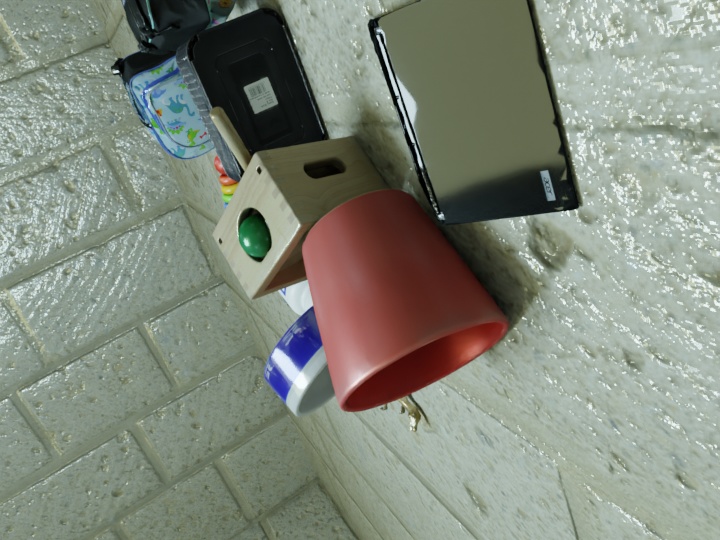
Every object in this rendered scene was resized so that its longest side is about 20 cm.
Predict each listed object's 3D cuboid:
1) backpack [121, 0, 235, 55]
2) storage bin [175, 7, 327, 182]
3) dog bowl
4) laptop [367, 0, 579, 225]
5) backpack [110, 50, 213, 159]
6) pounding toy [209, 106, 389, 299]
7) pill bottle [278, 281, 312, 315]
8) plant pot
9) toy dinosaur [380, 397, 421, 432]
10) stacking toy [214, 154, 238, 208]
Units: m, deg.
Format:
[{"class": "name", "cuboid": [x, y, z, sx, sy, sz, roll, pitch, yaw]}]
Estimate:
[{"class": "backpack", "cuboid": [-0.251, -0.413, 0.804, 0.175, 0.152, 0.203, 12, 120, 69]}, {"class": "storage bin", "cuboid": [-0.145, -0.229, 0.818, 0.094, 0.134, 0.202, 27, 142, 61]}, {"class": "dog bowl", "cuboid": [-0.054, 0.128, 0.951, 0.079, 0.200, 0.201, 41, 157, 18]}, {"class": "laptop", "cuboid": [0.083, -0.142, 0.515, 0.200, 0.102, 0.179, -92, -18, -69]}, {"class": "backpack", "cuboid": [-0.324, -0.312, 1.128, 0.147, 0.182, 0.201, 49, 164, 37]}, {"class": "pounding toy", "cuboid": [-0.089, -0.084, 0.720, 0.143, 0.199, 0.184, 56, 136, 14]}, {"class": "pill bottle", "cuboid": [-0.098, 0.012, 1.094, 0.200, 0.111, 0.113, 44, 156, 43]}, {"class": "plant pot", "cuboid": [0.033, 0.026, 0.647, 0.201, 0.198, 0.179, 101, 147, -64]}, {"class": "toy dinosaur", "cuboid": [0.047, 0.191, 1.080, 0.201, 0.058, 0.101, 57, 147, 4]}, {"class": "stacking toy", "cuboid": [-0.294, -0.184, 1.432, 0.085, 0.084, 0.203, 35, 142, 54]}]
